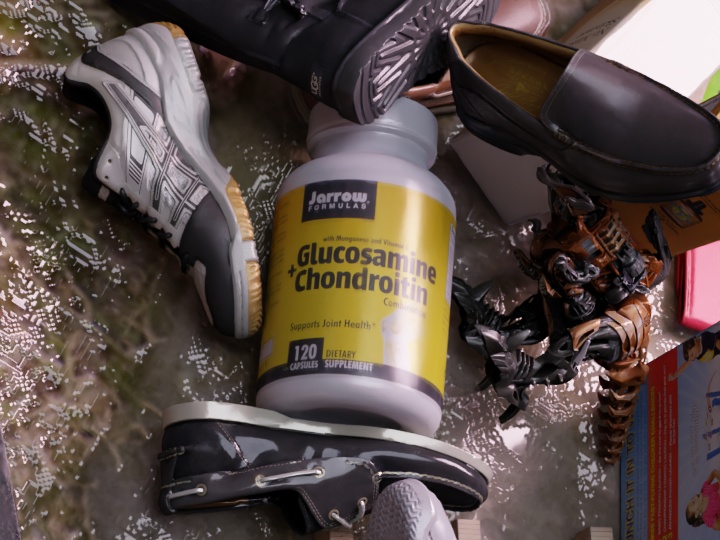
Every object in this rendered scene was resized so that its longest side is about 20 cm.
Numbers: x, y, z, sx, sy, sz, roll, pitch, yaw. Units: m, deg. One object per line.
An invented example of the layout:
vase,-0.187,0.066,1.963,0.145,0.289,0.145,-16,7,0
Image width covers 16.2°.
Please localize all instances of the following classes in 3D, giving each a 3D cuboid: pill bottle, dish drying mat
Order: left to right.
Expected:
pill bottle,0.000,0.000,1.517,0.111,0.112,0.202,13,66,-20
dish drying mat,0.301,0.027,1.704,0.199,0.018,0.077,15,63,-18

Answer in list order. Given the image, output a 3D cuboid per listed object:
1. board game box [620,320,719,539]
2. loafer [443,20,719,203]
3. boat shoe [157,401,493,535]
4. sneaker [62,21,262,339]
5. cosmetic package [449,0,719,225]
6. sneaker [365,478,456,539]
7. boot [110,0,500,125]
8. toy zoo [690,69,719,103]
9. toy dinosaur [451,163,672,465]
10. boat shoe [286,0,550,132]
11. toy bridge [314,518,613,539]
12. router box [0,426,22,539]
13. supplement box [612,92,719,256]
board game box,0.228,0.134,1.525,0.055,0.196,0.202,11,67,-21
loafer,0.130,-0.094,1.480,0.073,0.199,0.072,-60,145,-19
boat shoe,-0.021,0.125,1.473,0.198,0.072,0.068,8,66,-12
sneaker,-0.120,-0.045,1.513,0.087,0.076,0.201,-18,77,-12
cosmetic package,0.161,-0.123,1.640,0.200,0.105,0.071,-43,102,-32
sneaker,0.078,0.196,1.469,0.114,0.075,0.201,-26,111,-24
boot,-0.035,-0.178,1.555,0.199,0.066,0.165,26,43,28
toy zoo,0.307,-0.079,1.735,0.199,0.020,0.132,34,53,-10
toy dinosaur,0.134,0.030,1.554,0.135,0.102,0.202,-18,94,-7
boat shoe,0.048,-0.140,1.615,0.199,0.072,0.076,-27,84,-30
toy bridge,0.062,0.185,1.526,0.198,0.027,0.068,5,69,-22
router box,-0.257,0.166,1.369,0.148,0.051,0.202,-7,74,-25
supplement box,0.210,-0.058,1.582,0.067,0.200,0.069,43,80,-5
